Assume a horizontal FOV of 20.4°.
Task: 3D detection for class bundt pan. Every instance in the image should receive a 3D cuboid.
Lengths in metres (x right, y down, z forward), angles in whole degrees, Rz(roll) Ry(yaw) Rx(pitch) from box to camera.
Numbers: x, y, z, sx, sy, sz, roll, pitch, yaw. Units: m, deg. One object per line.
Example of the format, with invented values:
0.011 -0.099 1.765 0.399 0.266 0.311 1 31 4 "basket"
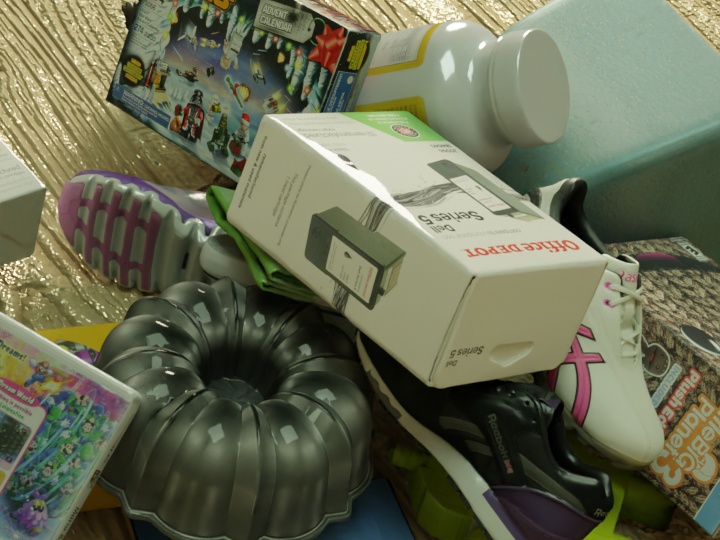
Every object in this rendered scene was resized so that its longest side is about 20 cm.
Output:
-0.079 0.079 1.282 0.201 0.076 0.202 10 41 -9 "bundt pan"

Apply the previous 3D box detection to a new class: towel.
0.000 0.000 1.381 0.199 0.031 0.149 13 18 -26 "towel"

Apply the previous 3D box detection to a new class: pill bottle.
0.043 -0.117 1.435 0.199 0.112 0.112 -6 29 32 "pill bottle"

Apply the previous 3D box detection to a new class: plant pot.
0.166 -0.078 1.539 0.199 0.197 0.196 -24 53 -20 "plant pot"

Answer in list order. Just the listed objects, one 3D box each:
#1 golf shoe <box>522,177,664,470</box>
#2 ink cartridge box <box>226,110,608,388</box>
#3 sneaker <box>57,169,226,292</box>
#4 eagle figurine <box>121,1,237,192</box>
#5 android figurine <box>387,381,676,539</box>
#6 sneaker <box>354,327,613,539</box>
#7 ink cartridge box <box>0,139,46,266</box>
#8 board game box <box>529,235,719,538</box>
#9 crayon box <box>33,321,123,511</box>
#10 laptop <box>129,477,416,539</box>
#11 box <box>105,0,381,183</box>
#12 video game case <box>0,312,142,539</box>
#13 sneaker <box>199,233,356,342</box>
0.152 0.035 1.331 0.072 0.092 0.201 -7 65 -51 "golf shoe"
0.036 -0.019 1.286 0.145 0.084 0.200 -6 36 -48 "ink cartridge box"
-0.122 -0.030 1.474 0.199 0.081 0.089 18 33 -5 "sneaker"
-0.096 -0.152 1.556 0.151 0.151 0.201 -8 52 -11 "eagle figurine"
0.117 0.148 1.373 0.199 0.041 0.182 23 41 6 "android figurine"
0.084 0.089 1.282 0.200 0.088 0.076 50 23 4 "sneaker"
-0.330 -0.079 1.431 0.115 0.068 0.200 -21 53 -39 "ink cartridge box"
0.237 0.076 1.415 0.200 0.097 0.159 42 28 27 "board game box"
-0.151 0.094 1.338 0.199 0.051 0.127 -6 45 -23 "crayon box"
-0.023 0.182 1.234 0.186 0.200 0.117 -5 79 -22 "laptop"
-0.088 -0.144 1.431 0.200 0.138 0.040 31 18 35 "box"
-0.260 0.108 1.223 0.199 0.024 0.183 28 83 15 "video game case"
-0.025 0.033 1.409 0.199 0.071 0.073 19 17 -16 "sneaker"
